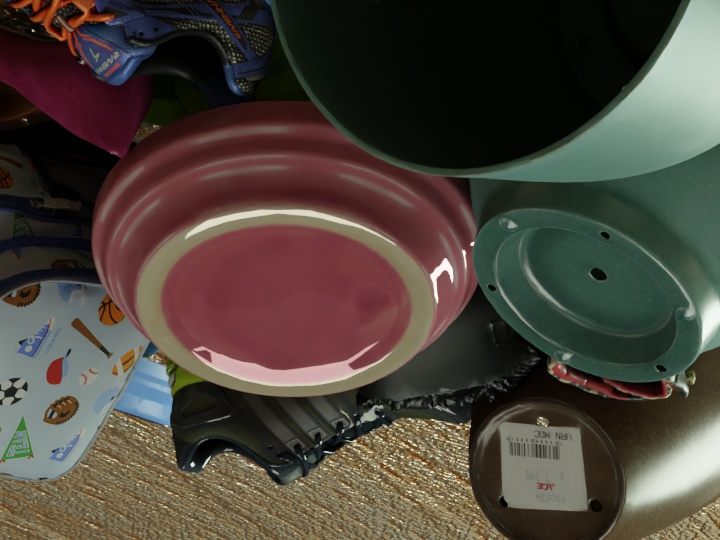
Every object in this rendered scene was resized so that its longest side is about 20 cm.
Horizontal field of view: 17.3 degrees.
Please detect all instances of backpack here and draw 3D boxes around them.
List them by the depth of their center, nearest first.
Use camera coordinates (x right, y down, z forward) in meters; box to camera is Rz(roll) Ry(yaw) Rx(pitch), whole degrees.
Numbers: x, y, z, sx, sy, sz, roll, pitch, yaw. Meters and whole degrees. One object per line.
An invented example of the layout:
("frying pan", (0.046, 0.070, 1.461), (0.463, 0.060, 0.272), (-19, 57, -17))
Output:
("backpack", (-0.214, 0.019, 1.290), (0.189, 0.201, 0.154), (14, -159, -38))

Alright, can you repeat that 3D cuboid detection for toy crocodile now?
("toy crocodile", (-0.031, -0.101, 1.211), (0.198, 0.062, 0.068), (-6, 159, 11))

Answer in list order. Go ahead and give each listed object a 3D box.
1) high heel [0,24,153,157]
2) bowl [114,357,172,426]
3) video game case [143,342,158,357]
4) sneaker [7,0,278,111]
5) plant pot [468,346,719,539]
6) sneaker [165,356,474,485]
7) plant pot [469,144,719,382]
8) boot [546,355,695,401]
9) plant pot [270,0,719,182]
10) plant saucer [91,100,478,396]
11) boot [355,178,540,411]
("high heel", (-0.175, -0.082, 1.214), (0.067, 0.097, 0.199), (15, 158, -32))
("bowl", (-0.207, 0.059, 1.604), (0.199, 0.040, 0.201), (20, 176, 1))
("video game case", (-0.195, -0.005, 1.495), (0.199, 0.022, 0.182), (20, 158, -17))
("sneaker", (-0.120, -0.129, 1.100), (0.199, 0.079, 0.075), (13, 158, -26))
("plant pot", (0.139, 0.084, 1.383), (0.185, 0.189, 0.200), (-7, -167, 26))
("sneaker", (-0.026, 0.090, 1.443), (0.198, 0.082, 0.074), (-1, 161, 17))
("plant pot", (0.132, -0.034, 1.130), (0.199, 0.135, 0.201), (22, 146, 16))
("boot", (0.176, 0.002, 1.314), (0.203, 0.155, 0.073), (18, 155, -36))
("plant pot", (0.089, -0.127, 0.921), (0.199, 0.203, 0.160), (-11, 168, 35))
("plant saucer", (-0.037, 0.000, 1.186), (0.199, 0.051, 0.201), (1, 140, 1))
("boot", (-0.001, 0.000, 1.288), (0.197, 0.164, 0.073), (-14, -159, 0))
